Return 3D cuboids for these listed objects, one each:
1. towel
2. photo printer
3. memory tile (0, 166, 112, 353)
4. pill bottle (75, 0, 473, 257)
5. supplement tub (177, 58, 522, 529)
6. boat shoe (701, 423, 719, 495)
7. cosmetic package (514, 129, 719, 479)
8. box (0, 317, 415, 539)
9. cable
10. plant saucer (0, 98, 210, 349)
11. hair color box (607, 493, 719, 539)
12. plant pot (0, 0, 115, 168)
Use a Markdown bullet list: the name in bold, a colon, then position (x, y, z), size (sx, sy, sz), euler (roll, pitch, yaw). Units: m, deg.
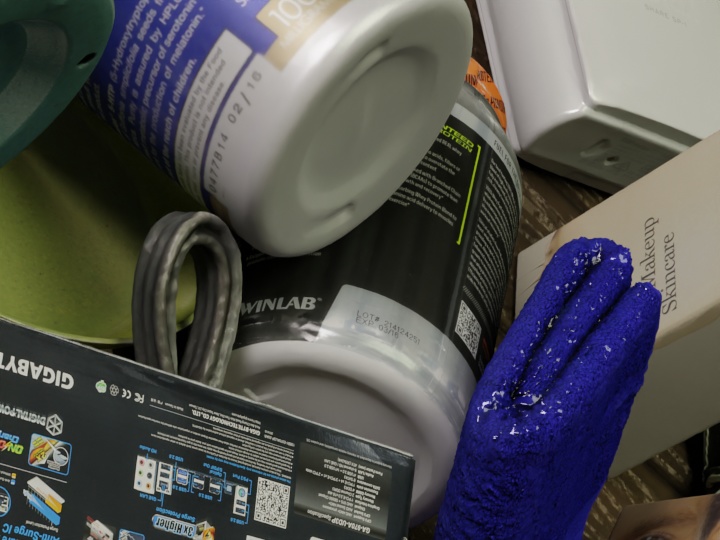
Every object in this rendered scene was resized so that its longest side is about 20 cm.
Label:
- **towel**: position (0.064, 0.101, 0.976), size (0.049, 0.201, 0.148), euler (19, 36, 12)
- **photo printer**: position (0.129, -0.140, 1.322), size (0.166, 0.069, 0.201), euler (17, 53, -43)
- **memory tile**: position (-0.142, 0.049, 0.907), size (0.153, 0.017, 0.201), euler (8, 59, -47)
- **pill bottle**: position (-0.066, -0.109, 0.940), size (0.200, 0.120, 0.119), euler (39, 30, 22)
- **supplement tub**: position (0.000, 0.000, 1.021), size (0.122, 0.122, 0.201), euler (40, 41, -23)
- **boat shoe**: position (0.204, 0.115, 1.225), size (0.063, 0.070, 0.201), euler (4, 64, -50)
- **cosmetic package**: position (0.165, 0.003, 1.151), size (0.073, 0.199, 0.104), euler (34, 41, -31)
- **box**: position (-0.072, 0.115, 0.813), size (0.199, 0.046, 0.160), euler (21, 68, -39)
- **cable**: position (-0.064, 0.083, 0.880), size (0.097, 0.050, 0.201), euler (32, 74, -42)
- **plant saucer**: position (-0.140, -0.043, 0.935), size (0.199, 0.031, 0.201), euler (30, 33, -22)
- **hair color box**: position (0.124, 0.183, 1.005), size (0.065, 0.109, 0.201), euler (50, 51, -23)
- **plant pot**: position (-0.182, -0.115, 0.793), size (0.188, 0.200, 0.200), euler (53, 34, 13)
